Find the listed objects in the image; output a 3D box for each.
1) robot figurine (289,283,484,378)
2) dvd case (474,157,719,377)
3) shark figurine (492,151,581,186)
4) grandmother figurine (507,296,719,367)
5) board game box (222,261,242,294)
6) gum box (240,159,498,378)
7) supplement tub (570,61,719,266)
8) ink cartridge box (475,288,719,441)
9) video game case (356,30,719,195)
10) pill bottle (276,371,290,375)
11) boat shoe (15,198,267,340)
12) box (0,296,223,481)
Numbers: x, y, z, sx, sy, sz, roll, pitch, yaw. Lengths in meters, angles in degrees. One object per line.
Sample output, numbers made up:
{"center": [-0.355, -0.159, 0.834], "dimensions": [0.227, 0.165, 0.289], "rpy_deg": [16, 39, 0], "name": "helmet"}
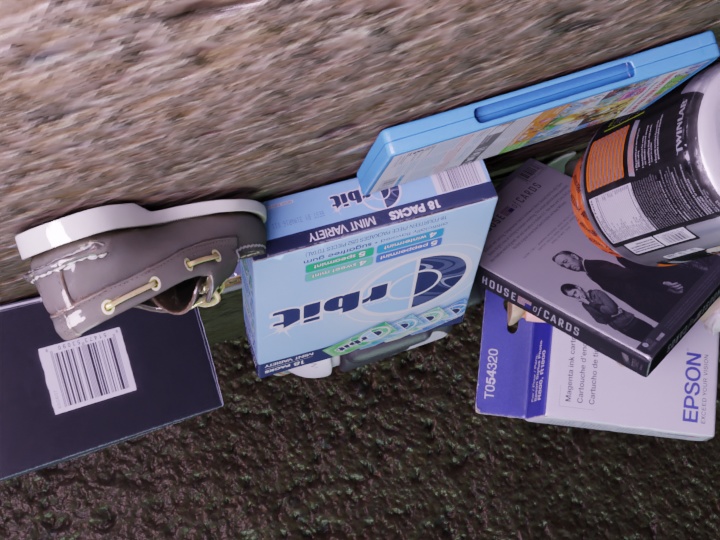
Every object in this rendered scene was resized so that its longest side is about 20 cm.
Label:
{"center": [0.005, 0.014, 1.132], "dimensions": [0.198, 0.126, 0.150], "rpy_deg": [-18, 174, -10], "name": "robot figurine"}
{"center": [0.176, -0.009, 1.042], "dimensions": [0.150, 0.199, 0.025], "rpy_deg": [-37, 145, -38], "name": "dvd case"}
{"center": [0.214, -0.069, 1.210], "dimensions": [0.212, 0.091, 0.128], "rpy_deg": [-17, 179, 23], "name": "shark figurine"}
{"center": [0.219, 0.021, 1.070], "dimensions": [0.197, 0.123, 0.061], "rpy_deg": [2, 159, 1], "name": "grandmother figurine"}
{"center": [-0.020, -0.031, 1.011], "dimensions": [0.197, 0.035, 0.135], "rpy_deg": [-17, 177, -5], "name": "board game box"}
{"center": [0.000, 0.000, 0.940], "dimensions": [0.168, 0.045, 0.201], "rpy_deg": [-16, 155, -10], "name": "gum box"}
{"center": [0.236, -0.071, 0.939], "dimensions": [0.121, 0.124, 0.200], "rpy_deg": [-16, 178, -19], "name": "supplement tub"}
{"center": [0.204, 0.034, 1.118], "dimensions": [0.197, 0.199, 0.043], "rpy_deg": [6, 166, -1], "name": "ink cartridge box"}
{"center": [0.099, -0.091, 0.794], "dimensions": [0.197, 0.018, 0.143], "rpy_deg": [-17, 176, -7], "name": "video game case"}
{"center": [-0.093, 0.120, 2.478], "dimensions": [0.198, 0.116, 0.114], "rpy_deg": [-20, 176, 33], "name": "pill bottle"}
{"center": [-0.111, -0.003, 0.737], "dimensions": [0.071, 0.061, 0.201], "rpy_deg": [-19, 177, 27], "name": "boat shoe"}
{"center": [-0.247, 0.089, 1.045], "dimensions": [0.198, 0.126, 0.196], "rpy_deg": [-15, 178, -35], "name": "box"}
